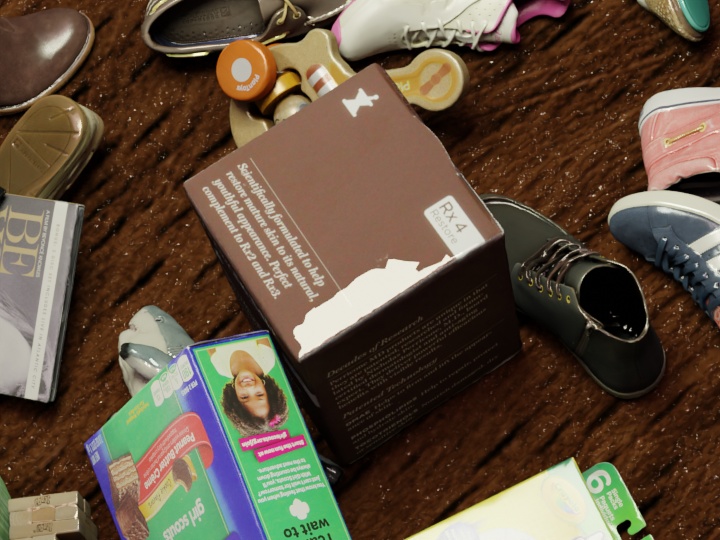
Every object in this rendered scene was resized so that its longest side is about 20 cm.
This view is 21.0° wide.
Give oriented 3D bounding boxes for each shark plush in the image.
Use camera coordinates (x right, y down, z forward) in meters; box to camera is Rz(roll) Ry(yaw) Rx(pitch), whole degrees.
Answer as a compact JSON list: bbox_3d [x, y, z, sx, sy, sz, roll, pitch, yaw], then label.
[{"bbox_3d":[-0.098,0.091,1.424,0.198,0.092,0.083,21,40,23],"label":"shark plush"}]

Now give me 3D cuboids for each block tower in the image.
[{"bbox_3d":[-0.213,0.261,1.368,0.057,0.054,0.202,-8,65,6],"label":"block tower"}]

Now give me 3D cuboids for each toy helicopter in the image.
[{"bbox_3d":[-0.009,-0.122,1.491,0.198,0.079,0.134,-9,89,24],"label":"toy helicopter"}]

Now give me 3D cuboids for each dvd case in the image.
[{"bbox_3d":[-0.311,0.011,1.482,0.198,0.016,0.150,9,88,19],"label":"dvd case"}]

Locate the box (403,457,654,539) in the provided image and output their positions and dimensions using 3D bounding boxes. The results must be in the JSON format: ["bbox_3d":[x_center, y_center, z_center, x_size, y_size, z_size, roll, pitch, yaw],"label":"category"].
[{"bbox_3d":[0.109,0.215,1.341,0.199,0.048,0.118,-25,64,-5],"label":"box"}]

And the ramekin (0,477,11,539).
[{"bbox_3d":[-0.343,0.190,1.398,0.198,0.098,0.202,-4,65,7],"label":"ramekin"}]

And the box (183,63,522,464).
[{"bbox_3d":[0.000,0.000,1.373,0.163,0.200,0.166,-32,63,-6],"label":"box"}]

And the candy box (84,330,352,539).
[{"bbox_3d":[-0.091,0.168,1.305,0.077,0.169,0.201,-13,71,-39],"label":"candy box"}]

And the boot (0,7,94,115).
[{"bbox_3d":[-0.313,-0.184,1.527,0.199,0.167,0.073,-26,64,-7],"label":"boot"}]

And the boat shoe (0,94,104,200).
[{"bbox_3d":[-0.275,-0.050,1.518,0.200,0.064,0.071,-43,74,9],"label":"boat shoe"}]

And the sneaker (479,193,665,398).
[{"bbox_3d":[0.144,-0.003,1.401,0.075,0.106,0.200,-42,66,-11],"label":"sneaker"}]

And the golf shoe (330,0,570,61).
[{"bbox_3d":[0.074,-0.207,1.528,0.199,0.075,0.092,-27,69,-1],"label":"golf shoe"}]

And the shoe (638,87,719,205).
[{"bbox_3d":[0.305,-0.091,1.429,0.198,0.072,0.092,-6,52,12],"label":"shoe"}]

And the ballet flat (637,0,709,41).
[{"bbox_3d":[0.229,-0.258,1.540,0.065,0.070,0.202,-21,57,30],"label":"ballet flat"}]

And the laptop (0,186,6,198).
[{"bbox_3d":[-0.386,-0.002,1.496,0.176,0.201,0.103,30,32,21],"label":"laptop"}]

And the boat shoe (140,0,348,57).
[{"bbox_3d":[-0.079,-0.213,1.546,0.198,0.073,0.060,-12,20,7],"label":"boat shoe"}]

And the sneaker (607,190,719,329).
[{"bbox_3d":[0.261,0.012,1.392,0.198,0.075,0.085,22,66,18],"label":"sneaker"}]
